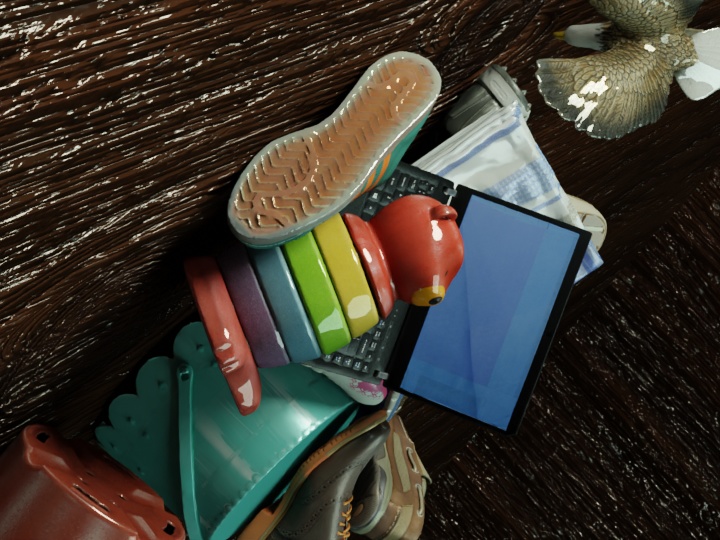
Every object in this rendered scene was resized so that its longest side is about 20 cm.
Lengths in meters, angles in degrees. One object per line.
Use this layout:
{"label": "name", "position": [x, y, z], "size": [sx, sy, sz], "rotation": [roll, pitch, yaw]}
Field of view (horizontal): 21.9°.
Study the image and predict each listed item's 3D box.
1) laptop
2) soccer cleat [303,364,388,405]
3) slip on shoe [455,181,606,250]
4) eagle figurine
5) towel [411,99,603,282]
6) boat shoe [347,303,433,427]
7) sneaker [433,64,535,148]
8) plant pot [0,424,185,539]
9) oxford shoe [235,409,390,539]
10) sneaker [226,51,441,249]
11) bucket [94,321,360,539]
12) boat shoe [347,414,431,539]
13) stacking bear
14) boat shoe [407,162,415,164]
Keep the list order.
{"label": "laptop", "position": [0.049, 0.015, 1.439], "size": [0.200, 0.103, 0.177], "rotation": [19, 92, -37]}
{"label": "soccer cleat", "position": [-0.046, 0.044, 1.497], "size": [0.086, 0.070, 0.200], "rotation": [-36, 125, -12]}
{"label": "slip on shoe", "position": [0.124, -0.053, 1.637], "size": [0.200, 0.061, 0.076], "rotation": [5, 117, -30]}
{"label": "eagle figurine", "position": [0.239, -0.205, 1.657], "size": [0.151, 0.152, 0.200], "rotation": [-27, 180, 18]}
{"label": "towel", "position": [0.112, -0.035, 1.587], "size": [0.147, 0.024, 0.200], "rotation": [-34, 125, 1]}
{"label": "boat shoe", "position": [0.039, 0.075, 1.587], "size": [0.072, 0.072, 0.200], "rotation": [-18, 156, -32]}
{"label": "sneaker", "position": [0.104, -0.118, 1.648], "size": [0.090, 0.066, 0.200], "rotation": [-38, 167, -2]}
{"label": "plant pot", "position": [-0.245, 0.235, 1.389], "size": [0.195, 0.201, 0.201], "rotation": [-54, 168, 6]}
{"label": "oxford shoe", "position": [-0.027, 0.199, 1.591], "size": [0.200, 0.073, 0.071], "rotation": [-51, 168, 27]}
{"label": "sneaker", "position": [-0.018, -0.073, 1.344], "size": [0.200, 0.071, 0.080], "rotation": [-41, 164, -24]}
{"label": "bucket", "position": [-0.110, 0.127, 1.577], "size": [0.207, 0.135, 0.207], "rotation": [-42, 169, -10]}
{"label": "boat shoe", "position": [0.024, 0.190, 1.692], "size": [0.076, 0.072, 0.200], "rotation": [-52, -167, 22]}
{"label": "stacking bear", "position": [-0.019, 0.007, 1.363], "size": [0.200, 0.114, 0.121], "rotation": [-21, 152, -3]}
{"label": "boat shoe", "position": [0.077, -0.074, 1.708], "size": [0.200, 0.073, 0.065], "rotation": [28, 64, -65]}
